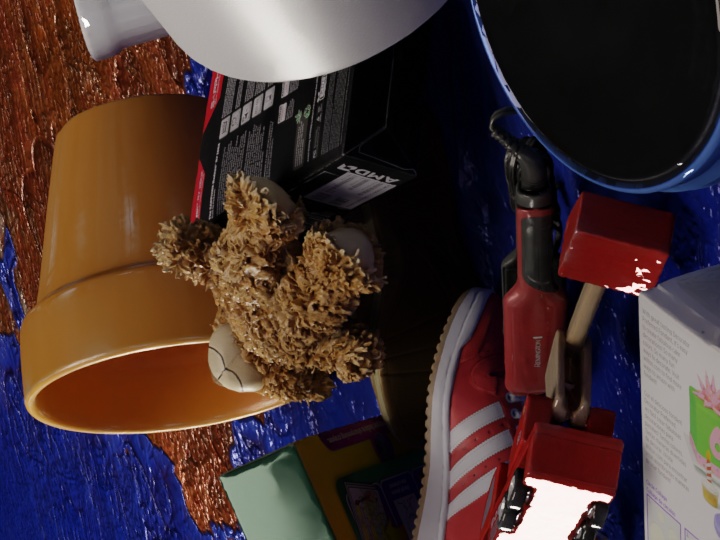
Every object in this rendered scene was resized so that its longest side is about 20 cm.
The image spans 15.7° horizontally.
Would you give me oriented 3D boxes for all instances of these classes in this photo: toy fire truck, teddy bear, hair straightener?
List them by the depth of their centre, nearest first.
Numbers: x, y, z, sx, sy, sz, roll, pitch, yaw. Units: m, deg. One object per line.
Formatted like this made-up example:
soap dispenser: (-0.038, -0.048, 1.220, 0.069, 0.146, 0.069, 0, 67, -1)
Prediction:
toy fire truck: (0.103, 0.068, 1.300, 0.200, 0.049, 0.142, 107, 175, -59)
hair straightener: (0.083, -0.022, 1.338, 0.200, 0.041, 0.077, 76, -169, -50)
teddy bear: (-0.048, 0.017, 1.446, 0.145, 0.067, 0.200, 35, 152, -13)

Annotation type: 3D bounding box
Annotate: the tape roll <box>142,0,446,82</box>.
tape roll: (-0.044, -0.212, 1.264, 0.203, 0.202, 0.139, 51, -179, 41)

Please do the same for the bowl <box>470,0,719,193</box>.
bowl: (0.117, -0.129, 1.179, 0.200, 0.039, 0.201, 34, 134, 44)

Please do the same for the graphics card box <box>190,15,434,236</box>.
graphics card box: (-0.028, -0.089, 1.457, 0.200, 0.051, 0.126, -28, 50, 59)

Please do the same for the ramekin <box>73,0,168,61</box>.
ramekin: (-0.134, -0.234, 1.579, 0.200, 0.097, 0.202, 169, 90, -88)

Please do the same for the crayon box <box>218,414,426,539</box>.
crayon box: (0.015, 0.174, 1.495, 0.058, 0.200, 0.173, -25, 83, 23)

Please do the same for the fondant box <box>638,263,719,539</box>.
fondant box: (0.191, 0.116, 1.209, 0.144, 0.058, 0.201, 41, 143, 52)

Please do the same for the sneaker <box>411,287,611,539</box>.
sneaker: (0.092, 0.109, 1.423, 0.071, 0.112, 0.201, 32, -118, -62)

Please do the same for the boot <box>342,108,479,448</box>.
boot: (0.000, 0.000, 1.537, 0.155, 0.073, 0.201, 4, 106, 62)

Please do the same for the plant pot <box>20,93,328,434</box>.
plant pot: (-0.130, -0.009, 1.717, 0.200, 0.199, 0.184, 129, 135, -64)
